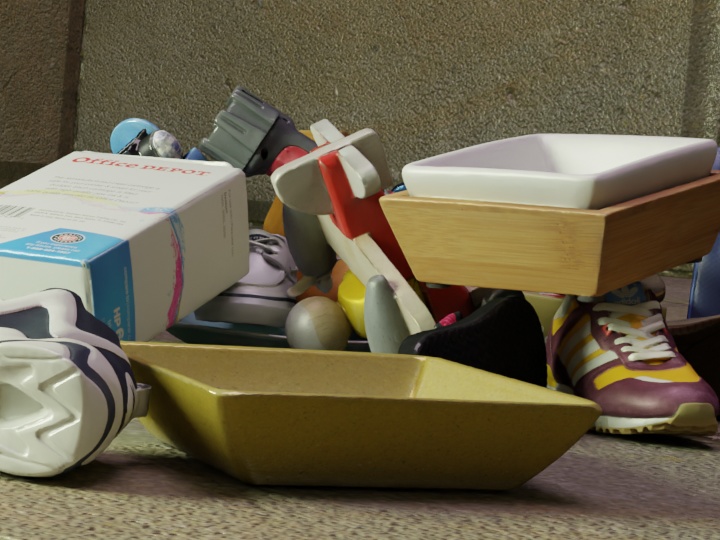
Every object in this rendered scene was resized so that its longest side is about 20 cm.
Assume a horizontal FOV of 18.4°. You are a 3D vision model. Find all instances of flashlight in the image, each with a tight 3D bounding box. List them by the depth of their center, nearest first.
[{"bbox_3d":[-0.025,-0.053,1.628,0.200,0.068,0.068,32,8,-5],"label":"flashlight"}]

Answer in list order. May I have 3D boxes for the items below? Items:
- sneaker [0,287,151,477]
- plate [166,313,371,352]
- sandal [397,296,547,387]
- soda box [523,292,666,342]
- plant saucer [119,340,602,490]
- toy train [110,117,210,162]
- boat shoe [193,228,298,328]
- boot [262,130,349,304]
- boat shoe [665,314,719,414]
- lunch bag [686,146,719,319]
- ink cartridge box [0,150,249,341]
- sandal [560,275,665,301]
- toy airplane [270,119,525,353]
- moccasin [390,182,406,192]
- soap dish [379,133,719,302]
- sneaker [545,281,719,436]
[{"bbox_3d":[-0.189,0.044,1.044,0.199,0.080,0.130,6,2,18],"label":"sneaker"},{"bbox_3d":[-0.058,0.051,1.630,0.200,0.026,0.200,6,4,0],"label":"plate"},{"bbox_3d":[0.060,0.057,1.327,0.045,0.075,0.200,-6,0,29],"label":"sandal"},{"bbox_3d":[0.130,0.046,1.662,0.068,0.064,0.200,2,5,-42],"label":"soda box"},{"bbox_3d":[-0.013,0.072,1.094,0.200,0.049,0.200,4,3,-23],"label":"plant saucer"},{"bbox_3d":[-0.183,-0.026,1.646,0.200,0.114,0.087,-36,13,35],"label":"toy train"},{"bbox_3d":[-0.082,0.003,1.617,0.073,0.067,0.200,5,3,-2],"label":"boat shoe"},{"bbox_3d":[-0.021,-0.036,1.720,0.071,0.144,0.201,3,6,-30],"label":"boot"},{"bbox_3d":[0.238,0.063,1.492,0.200,0.072,0.065,0,3,18],"label":"boat shoe"},{"bbox_3d":[0.318,-0.005,1.669,0.132,0.200,0.136,8,-2,9],"label":"lunch bag"},{"bbox_3d":[-0.183,-0.009,1.476,0.144,0.085,0.200,7,23,26],"label":"ink cartridge box"},{"bbox_3d":[0.167,-0.006,1.575,0.080,0.054,0.200,8,1,25],"label":"sandal"},{"bbox_3d":[0.000,0.000,1.486,0.199,0.141,0.200,48,2,12],"label":"toy airplane"},{"bbox_3d":[0.114,-0.023,1.713,0.200,0.081,0.068,18,16,-3],"label":"moccasin"},{"bbox_3d":[0.130,-0.037,1.405,0.157,0.081,0.200,5,11,33],"label":"soap dish"},{"bbox_3d":[0.163,0.051,1.378,0.075,0.090,0.200,4,3,-19],"label":"sneaker"}]
